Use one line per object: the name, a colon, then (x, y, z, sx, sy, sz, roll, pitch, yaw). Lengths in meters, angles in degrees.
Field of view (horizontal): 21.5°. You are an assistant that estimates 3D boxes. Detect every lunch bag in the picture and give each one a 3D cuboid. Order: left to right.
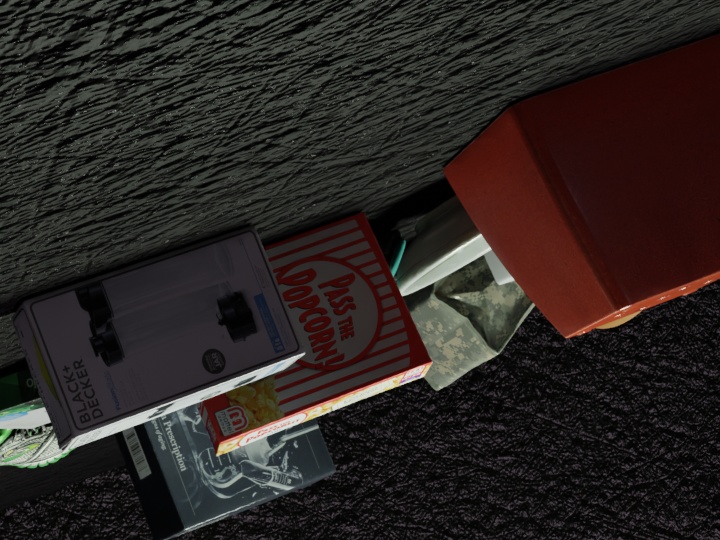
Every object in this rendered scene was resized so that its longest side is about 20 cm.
lunch bag: (0.135, 0.011, 2.074, 0.200, 0.118, 0.164, -49, -176, -27)

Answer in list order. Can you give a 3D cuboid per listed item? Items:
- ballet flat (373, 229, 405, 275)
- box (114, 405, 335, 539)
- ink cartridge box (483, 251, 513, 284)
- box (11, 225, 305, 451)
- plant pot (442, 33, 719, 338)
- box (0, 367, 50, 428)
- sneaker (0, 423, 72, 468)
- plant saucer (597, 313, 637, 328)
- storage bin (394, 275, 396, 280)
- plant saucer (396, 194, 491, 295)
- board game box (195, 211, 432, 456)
ballet flat: (0.000, 0.000, 1.780, 0.074, 0.074, 0.200, -23, -168, 12)
box: (-0.155, 0.157, 1.987, 0.182, 0.200, 0.104, -19, 172, -27)
ink cartridge box: (0.228, -0.069, 1.891, 0.145, 0.084, 0.200, -17, 172, -41)
box: (-0.158, 0.052, 1.489, 0.200, 0.117, 0.060, -18, 173, -22)
plant pot: (0.212, -0.056, 1.539, 0.200, 0.176, 0.200, -20, 174, -17)
box: (-0.272, 0.109, 1.814, 0.200, 0.036, 0.144, -20, 169, 19)
sneaker: (-0.356, 0.166, 1.945, 0.200, 0.078, 0.085, -17, 171, -35)
plant saucer: (0.283, -0.031, 1.982, 0.032, 0.200, 0.200, 26, 150, -23)
storage bin: (-0.011, 0.083, 2.323, 0.200, 0.094, 0.135, -22, 174, -8)
plant saucer: (0.107, -0.047, 1.763, 0.200, 0.050, 0.200, -31, 173, -4)
board game box: (-0.060, 0.053, 1.641, 0.200, 0.152, 0.046, -21, 164, -16)
